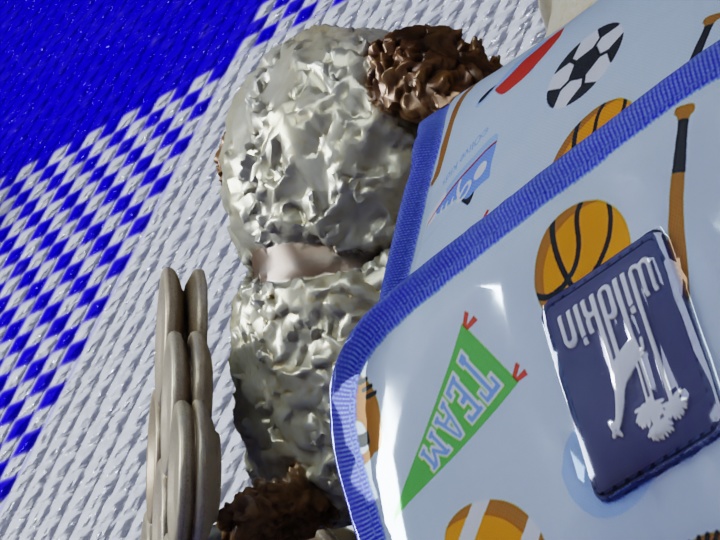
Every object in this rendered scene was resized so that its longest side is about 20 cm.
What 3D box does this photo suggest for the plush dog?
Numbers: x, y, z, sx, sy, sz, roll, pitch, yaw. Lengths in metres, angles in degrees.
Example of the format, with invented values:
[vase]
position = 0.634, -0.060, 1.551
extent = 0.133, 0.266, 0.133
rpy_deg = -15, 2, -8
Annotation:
[plush dog]
position = 0.000, 0.000, 0.971
extent = 0.160, 0.173, 0.200
rpy_deg = -11, 0, -37

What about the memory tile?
[memory tile]
position = -0.066, 0.113, 0.980
extent = 0.153, 0.017, 0.201
rpy_deg = -105, 19, -65

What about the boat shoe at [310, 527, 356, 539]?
[boat shoe]
position = -0.020, 0.130, 0.976
extent = 0.072, 0.065, 0.200
rpy_deg = -41, 24, 7

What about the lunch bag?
[lunch bag]
position = 0.087, 0.005, 0.605
extent = 0.170, 0.124, 0.200
rpy_deg = -36, 24, 32

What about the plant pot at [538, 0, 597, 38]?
[plant pot]
position = 0.115, 0.019, 0.819
extent = 0.200, 0.200, 0.184
rpy_deg = -6, 55, 55
